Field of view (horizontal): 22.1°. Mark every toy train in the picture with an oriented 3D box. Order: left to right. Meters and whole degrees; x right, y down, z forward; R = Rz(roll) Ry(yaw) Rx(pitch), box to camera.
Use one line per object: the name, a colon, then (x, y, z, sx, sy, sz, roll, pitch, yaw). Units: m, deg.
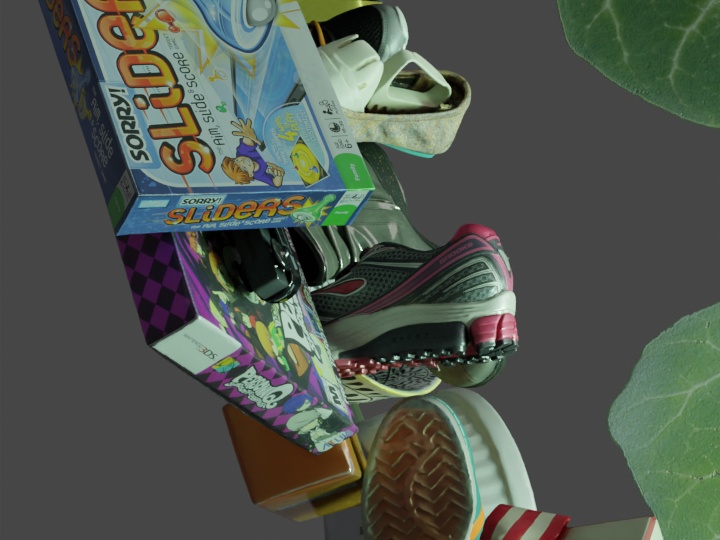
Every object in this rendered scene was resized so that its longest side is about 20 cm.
toy train: (-0.071, -0.068, 0.980, 0.046, 0.034, 0.201, 42, 23, -59)

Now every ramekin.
ramekin: (0.043, 0.187, 1.300, 0.202, 0.094, 0.204, 174, -90, -69)

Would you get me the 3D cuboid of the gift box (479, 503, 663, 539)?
gift box: (0.075, 0.245, 1.000, 0.185, 0.199, 0.188, -56, 131, -67)

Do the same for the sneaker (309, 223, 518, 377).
sneaker: (-0.001, 0.023, 1.091, 0.081, 0.199, 0.075, 21, 63, -65)

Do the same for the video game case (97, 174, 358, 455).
video game case: (-0.080, -0.017, 0.995, 0.181, 0.036, 0.201, 41, 24, -55)

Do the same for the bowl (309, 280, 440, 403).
bowl: (-0.038, 0.018, 1.257, 0.201, 0.094, 0.201, 41, 30, -30)

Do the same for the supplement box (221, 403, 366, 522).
supplement box: (-0.033, 0.114, 1.151, 0.200, 0.068, 0.067, 58, 12, -77)

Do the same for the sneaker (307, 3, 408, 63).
sneaker: (-0.061, -0.133, 1.275, 0.077, 0.199, 0.079, 49, 20, -51)

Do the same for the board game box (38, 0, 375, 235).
board game box: (-0.088, -0.111, 0.945, 0.034, 0.135, 0.201, -53, -129, 46)

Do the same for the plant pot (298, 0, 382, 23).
plant pot: (-0.073, -0.196, 1.505, 0.195, 0.194, 0.201, -84, 162, -64)

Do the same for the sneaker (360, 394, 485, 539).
sneaker: (0.046, 0.165, 1.126, 0.080, 0.071, 0.201, -49, 135, -69)

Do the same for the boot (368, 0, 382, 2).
boot: (-0.078, -0.209, 1.297, 0.165, 0.198, 0.066, 38, 49, -80)

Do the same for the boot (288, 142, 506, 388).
boot: (0.000, 0.000, 1.179, 0.201, 0.068, 0.130, 56, 30, 14)

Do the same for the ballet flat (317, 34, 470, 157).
ballet flat: (0.001, -0.119, 1.201, 0.199, 0.067, 0.068, 0, 47, -51)
